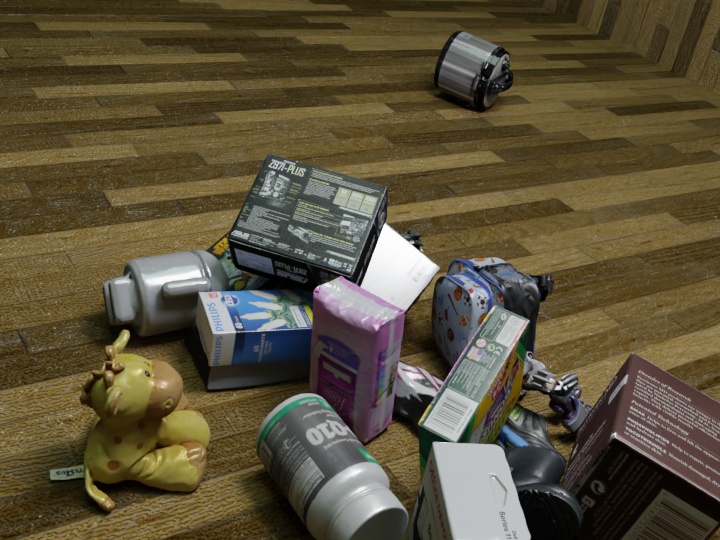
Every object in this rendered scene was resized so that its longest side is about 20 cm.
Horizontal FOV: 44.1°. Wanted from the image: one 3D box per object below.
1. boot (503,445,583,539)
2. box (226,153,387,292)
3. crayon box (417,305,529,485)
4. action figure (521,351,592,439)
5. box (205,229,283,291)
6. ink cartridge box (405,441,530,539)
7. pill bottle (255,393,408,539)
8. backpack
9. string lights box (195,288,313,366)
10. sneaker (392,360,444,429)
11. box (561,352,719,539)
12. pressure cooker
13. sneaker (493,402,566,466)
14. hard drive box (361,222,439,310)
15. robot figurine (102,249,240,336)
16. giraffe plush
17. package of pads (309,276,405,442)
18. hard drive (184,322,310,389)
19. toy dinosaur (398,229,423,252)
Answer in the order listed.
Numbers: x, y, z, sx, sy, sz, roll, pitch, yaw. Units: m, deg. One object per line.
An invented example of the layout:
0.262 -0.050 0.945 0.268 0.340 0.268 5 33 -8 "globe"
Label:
0.209 0.266 1.083 0.167 0.199 0.077 -33 92 -47 "boot"
-0.076 -0.064 1.329 0.196 0.087 0.166 16 62 10 "box"
0.146 0.176 1.137 0.058 0.174 0.201 23 57 24 "crayon box"
0.267 0.163 1.279 0.199 0.070 0.130 40 -2 -37 "action figure"
-0.163 -0.031 1.479 0.136 0.040 0.200 31 61 31 "box"
0.104 0.305 0.946 0.081 0.203 0.147 6 30 -10 "ink cartridge box"
-0.036 0.252 1.069 0.112 0.115 0.200 -11 38 -34 "pill bottle"
0.193 0.071 1.396 0.151 0.204 0.191 4 18 -15 "backpack"
-0.130 0.080 1.283 0.196 0.060 0.103 -2 33 -24 "string lights box"
0.073 0.173 1.293 0.199 0.081 0.086 37 26 22 "sneaker"
0.367 0.252 1.141 0.162 0.168 0.200 29 33 8 "box"
0.318 -0.538 2.419 0.198 0.179 0.178 26 75 17 "pressure cooker"
0.217 0.222 1.261 0.081 0.072 0.200 -4 40 -34 "sneaker"
0.000 0.000 1.409 0.199 0.077 0.156 40 67 6 "hard drive box"
-0.281 0.032 1.333 0.197 0.115 0.169 -10 3 -30 "robot figurine"
-0.273 0.166 1.072 0.198 0.165 0.172 -13 39 -37 "giraffe plush"
-0.010 0.120 1.210 0.119 0.203 0.075 28 39 32 "package of pads"
-0.150 0.112 1.325 0.197 0.043 0.135 -5 35 -27 "hard drive"
0.041 -0.022 1.575 0.133 0.103 0.203 -11 56 -6 "toy dinosaur"
